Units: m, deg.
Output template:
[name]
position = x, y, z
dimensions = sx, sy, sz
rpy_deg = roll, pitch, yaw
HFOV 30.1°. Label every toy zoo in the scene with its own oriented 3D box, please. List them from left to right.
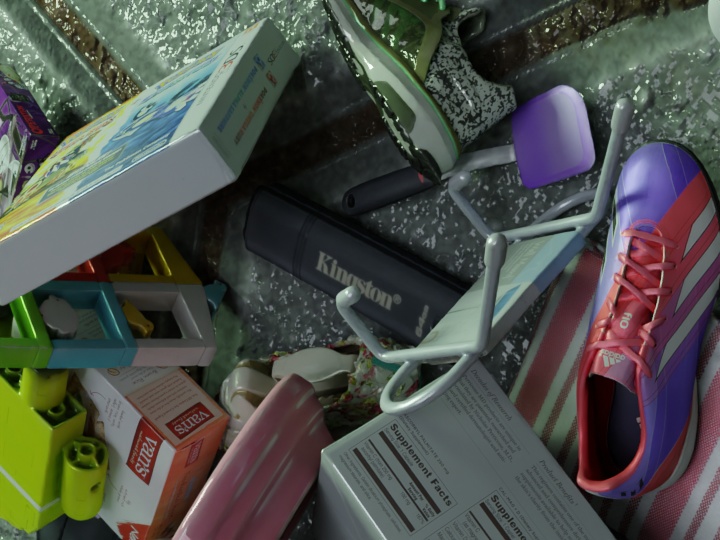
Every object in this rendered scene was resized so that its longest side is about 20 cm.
[toy zoo]
position = -0.185, 0.015, 0.937
dimensions = 0.131, 0.199, 0.021
rpy_deg = 58, 133, 38

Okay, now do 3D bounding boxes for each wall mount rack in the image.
[wall mount rack]
position = 0.076, -0.012, 0.734
dimensions = 0.075, 0.200, 0.174
rpy_deg = 52, 150, -14

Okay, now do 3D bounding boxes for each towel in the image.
[towel]
position = 0.180, 0.089, 0.789
dimensions = 0.200, 0.030, 0.147
rpy_deg = 34, 112, 31

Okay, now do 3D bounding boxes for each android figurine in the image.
[android figurine]
position = -0.251, 0.109, 0.965
dimensions = 0.182, 0.041, 0.200
rpy_deg = 38, 136, 23

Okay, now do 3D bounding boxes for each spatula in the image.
[spatula]
position = 0.063, -0.067, 0.857
dimensions = 0.199, 0.021, 0.057
rpy_deg = -15, 79, 36

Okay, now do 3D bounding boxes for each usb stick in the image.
[usb stick]
position = 0.000, 0.000, 0.901
dimensions = 0.200, 0.033, 0.056
rpy_deg = 29, 109, 29

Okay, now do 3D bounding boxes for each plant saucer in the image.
[plant saucer]
position = -0.072, 0.160, 0.811
dimensions = 0.051, 0.201, 0.201
rpy_deg = 31, 113, 5

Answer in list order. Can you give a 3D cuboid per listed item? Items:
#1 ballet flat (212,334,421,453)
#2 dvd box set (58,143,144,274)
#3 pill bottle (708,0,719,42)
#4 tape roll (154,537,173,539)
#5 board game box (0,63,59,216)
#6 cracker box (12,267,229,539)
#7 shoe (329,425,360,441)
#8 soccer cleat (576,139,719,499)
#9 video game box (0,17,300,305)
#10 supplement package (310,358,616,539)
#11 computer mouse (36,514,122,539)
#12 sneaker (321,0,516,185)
[ballet flat]
position = -0.048, 0.078, 0.917
dimensions = 0.200, 0.064, 0.076
rpy_deg = -19, 55, 35
[dvd box set]
position = -0.238, 0.005, 1.071
dimensions = 0.146, 0.029, 0.201
rpy_deg = 20, 105, 32
[pill bottle]
position = 0.249, -0.124, 0.665
dimensions = 0.200, 0.113, 0.113
rpy_deg = 51, 120, 20
[tape roll]
position = -0.141, 0.307, 0.926
dimensions = 0.139, 0.202, 0.203
rpy_deg = 38, 114, 27
[board game box]
position = -0.294, -0.049, 1.067
dimensions = 0.120, 0.032, 0.201
rpy_deg = 53, 129, 46
[cracker box]
position = -0.194, 0.093, 0.975
dimensions = 0.200, 0.058, 0.134
rpy_deg = 41, 135, 19
[shoe]
position = 0.028, 0.186, 0.884
dimensions = 0.070, 0.053, 0.200
rpy_deg = -42, 68, 29
[soccer cleat]
position = 0.155, 0.028, 0.738
dimensions = 0.068, 0.073, 0.201
rpy_deg = 10, 99, 37
[video game box]
position = -0.147, -0.076, 0.896
dimensions = 0.200, 0.182, 0.047
rpy_deg = -26, 111, 24
[supplement package]
position = 0.073, 0.181, 0.778
dimensions = 0.200, 0.111, 0.156
rpy_deg = 53, 161, 20
[computer mouse]
position = -0.220, 0.216, 1.064
dimensions = 0.138, 0.053, 0.201
rpy_deg = 35, 113, 29
[sneaker]
position = 0.034, -0.150, 0.856
dimensions = 0.088, 0.077, 0.200
rpy_deg = -27, 66, -3
